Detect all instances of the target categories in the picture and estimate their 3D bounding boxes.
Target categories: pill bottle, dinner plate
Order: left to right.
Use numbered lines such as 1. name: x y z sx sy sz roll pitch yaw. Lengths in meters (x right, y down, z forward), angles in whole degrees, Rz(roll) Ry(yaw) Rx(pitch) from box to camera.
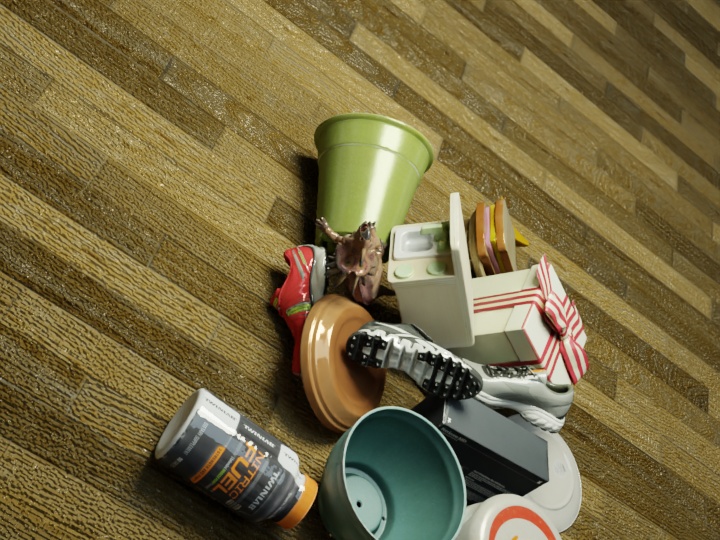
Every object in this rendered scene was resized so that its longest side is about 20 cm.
1. pill bottle: -0.151 0.246 1.216 0.200 0.106 0.107 37 47 -14
2. dinner plate: 0.295 0.328 1.574 0.199 0.024 0.201 20 54 -29

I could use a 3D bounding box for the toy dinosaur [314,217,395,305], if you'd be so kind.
1. toy dinosaur: 0.000 0.000 1.385 0.136 0.085 0.201 -101 169 -48

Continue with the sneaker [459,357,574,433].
1. sneaker: 0.225 0.167 1.424 0.199 0.080 0.074 23 17 -13

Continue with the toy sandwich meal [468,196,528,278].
1. toy sandwich meal: 0.247 -0.037 1.674 0.205 0.070 0.207 38 46 -54

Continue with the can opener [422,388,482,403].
1. can opener: 0.129 0.167 1.511 0.200 0.067 0.053 49 44 -4

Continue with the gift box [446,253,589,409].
1. gift box: 0.255 0.094 1.537 0.185 0.186 0.201 55 44 -29

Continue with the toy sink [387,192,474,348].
1. toy sink: 0.104 0.003 1.431 0.131 0.111 0.201 -85 166 -47

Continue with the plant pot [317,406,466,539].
1. plant pot: 0.024 0.302 1.298 0.199 0.134 0.201 20 53 -28

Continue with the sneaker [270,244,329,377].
1. sneaker: -0.091 0.060 1.411 0.084 0.077 0.201 2 70 5

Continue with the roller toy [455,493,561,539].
1. roller toy: 0.198 0.420 1.359 0.182 0.140 0.201 27 50 -22

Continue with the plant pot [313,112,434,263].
1. plant pot: 0.005 -0.114 1.524 0.199 0.200 0.191 23 64 -26

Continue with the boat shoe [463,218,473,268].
1. boat shoe: 0.162 -0.021 1.658 0.069 0.073 0.200 63 33 -21

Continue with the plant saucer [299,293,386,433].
1. plant saucer: -0.016 0.132 1.381 0.200 0.037 0.202 22 64 -55

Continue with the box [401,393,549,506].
1. box: 0.158 0.269 1.415 0.199 0.141 0.079 31 43 -20

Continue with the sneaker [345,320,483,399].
1. sneaker: 0.083 0.117 1.359 0.199 0.067 0.091 20 27 6
